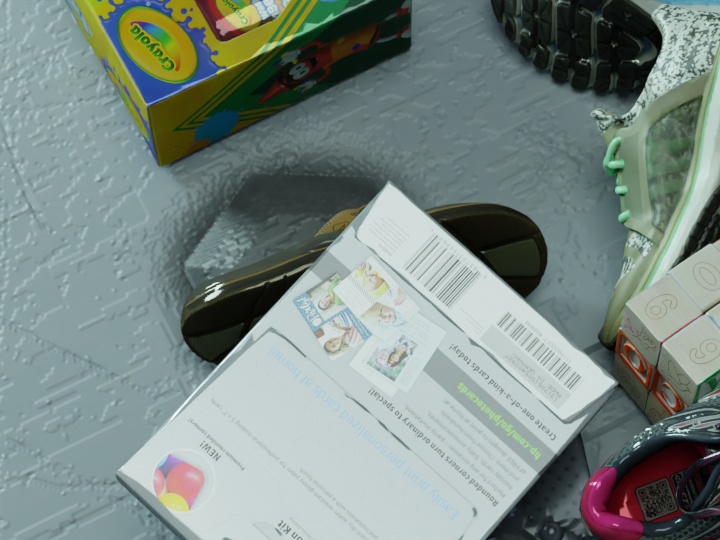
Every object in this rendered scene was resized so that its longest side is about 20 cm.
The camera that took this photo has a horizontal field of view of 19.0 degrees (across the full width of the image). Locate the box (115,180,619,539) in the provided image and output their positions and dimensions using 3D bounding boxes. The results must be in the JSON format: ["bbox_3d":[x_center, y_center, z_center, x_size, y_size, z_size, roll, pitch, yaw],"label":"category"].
[{"bbox_3d":[0.004,0.081,1.059,0.156,0.041,0.200,41,77,9],"label":"box"}]

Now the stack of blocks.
[{"bbox_3d":[0.229,-0.002,1.112,0.200,0.115,0.059,-33,65,-14],"label":"stack of blocks"}]

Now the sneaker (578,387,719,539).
[{"bbox_3d":[0.198,0.084,1.018,0.200,0.075,0.081,-32,69,14],"label":"sneaker"}]

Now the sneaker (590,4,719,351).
[{"bbox_3d":[0.160,-0.054,1.153,0.088,0.077,0.201,22,87,27],"label":"sneaker"}]

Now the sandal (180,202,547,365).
[{"bbox_3d":[0.000,0.000,1.151,0.199,0.082,0.055,-16,43,1],"label":"sandal"}]

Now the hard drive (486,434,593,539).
[{"bbox_3d":[0.018,0.122,1.099,0.199,0.042,0.135,-9,65,-4],"label":"hard drive"}]

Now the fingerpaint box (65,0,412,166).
[{"bbox_3d":[-0.090,-0.186,1.229,0.166,0.073,0.200,-26,67,-11],"label":"fingerpaint box"}]

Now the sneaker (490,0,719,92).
[{"bbox_3d":[0.170,-0.150,1.222,0.199,0.079,0.090,17,47,5],"label":"sneaker"}]
